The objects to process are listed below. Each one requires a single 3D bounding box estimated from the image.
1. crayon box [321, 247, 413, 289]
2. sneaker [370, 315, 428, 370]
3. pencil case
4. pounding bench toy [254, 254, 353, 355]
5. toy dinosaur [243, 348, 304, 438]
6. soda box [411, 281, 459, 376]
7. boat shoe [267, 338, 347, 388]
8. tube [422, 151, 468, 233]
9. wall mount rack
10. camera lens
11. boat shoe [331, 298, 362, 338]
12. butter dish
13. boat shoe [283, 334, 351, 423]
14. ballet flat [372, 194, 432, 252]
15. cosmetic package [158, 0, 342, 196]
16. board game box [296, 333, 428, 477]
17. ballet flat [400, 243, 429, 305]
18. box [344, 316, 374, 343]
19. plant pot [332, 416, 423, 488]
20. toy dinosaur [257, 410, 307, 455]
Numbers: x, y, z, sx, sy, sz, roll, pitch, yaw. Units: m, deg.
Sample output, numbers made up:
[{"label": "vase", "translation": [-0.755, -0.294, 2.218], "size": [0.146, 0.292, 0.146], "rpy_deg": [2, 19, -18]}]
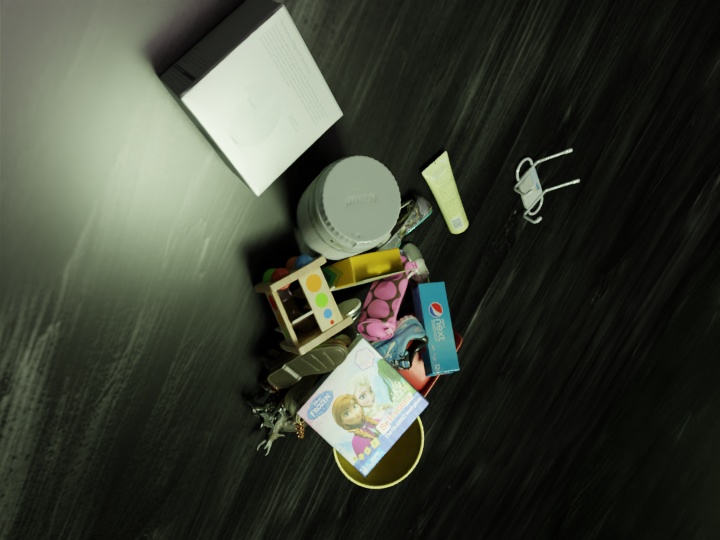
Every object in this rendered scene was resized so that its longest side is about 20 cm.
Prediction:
[{"label": "crayon box", "translation": [0.000, 0.000, 1.126], "size": [0.123, 0.198, 0.053], "rpy_deg": [-12, 88, -33]}, {"label": "sneaker", "translation": [0.069, 0.190, 1.213], "size": [0.199, 0.090, 0.079], "rpy_deg": [-43, 136, -7]}, {"label": "pencil case", "translation": [0.062, 0.057, 1.217], "size": [0.092, 0.091, 0.204], "rpy_deg": [70, 33, -48]}, {"label": "pounding bench toy", "translation": [-0.133, 0.059, 1.110], "size": [0.122, 0.199, 0.160], "rpy_deg": [-28, 100, -24]}, {"label": "toy dinosaur", "translation": [-0.171, 0.277, 1.201], "size": [0.134, 0.203, 0.102], "rpy_deg": [-31, 176, -26]}, {"label": "soda box", "translation": [0.171, 0.135, 1.270], "size": [0.066, 0.206, 0.064], "rpy_deg": [-5, 165, -11]}, {"label": "boat shoe", "translation": [-0.108, 0.169, 1.110], "size": [0.196, 0.069, 0.072], "rpy_deg": [-23, 124, 26]}, {"label": "tube", "translation": [0.202, -0.175, 1.286], "size": [0.202, 0.050, 0.059], "rpy_deg": [59, 35, -40]}, {"label": "wall mount rack", "translation": [0.489, -0.230, 1.462], "size": [0.174, 0.074, 0.201], "rpy_deg": [-46, 136, -6]}, {"label": "camera lens", "translation": [-0.027, -0.110, 1.007], "size": [0.155, 0.199, 0.166], "rpy_deg": [2, 84, -18]}, {"label": "boat shoe", "translation": [-0.067, 0.138, 1.198], "size": [0.197, 0.075, 0.067], "rpy_deg": [-36, 110, 9]}, {"label": "butter dish", "translation": [0.124, 0.186, 1.373], "size": [0.146, 0.200, 0.202], "rpy_deg": [35, 94, -22]}, {"label": "boat shoe", "translation": [-0.078, 0.227, 1.159], "size": [0.202, 0.062, 0.073], "rpy_deg": [-53, 135, -1]}, {"label": "ballet flat", "translation": [0.074, -0.090, 1.228], "size": [0.201, 0.072, 0.072], "rpy_deg": [-48, 135, -5]}, {"label": "cosmetic package", "translation": [-0.165, -0.272, 0.866], "size": [0.199, 0.123, 0.201], "rpy_deg": [-43, 135, -7]}, {"label": "board game box", "translation": [0.004, 0.272, 1.117], "size": [0.199, 0.041, 0.201], "rpy_deg": [43, 88, -10]}, {"label": "ballet flat", "translation": [0.146, 0.019, 1.344], "size": [0.067, 0.063, 0.203], "rpy_deg": [-38, 134, -20]}, {"label": "box", "translation": [-0.023, 0.206, 1.290], "size": [0.125, 0.109, 0.205], "rpy_deg": [5, 113, -40]}, {"label": "plant pot", "translation": [0.030, 0.350, 1.221], "size": [0.193, 0.142, 0.207], "rpy_deg": [-1, 95, -8]}, {"label": "toy dinosaur", "translation": [-0.158, 0.350, 1.310], "size": [0.197, 0.077, 0.103], "rpy_deg": [-6, 138, -49]}]
